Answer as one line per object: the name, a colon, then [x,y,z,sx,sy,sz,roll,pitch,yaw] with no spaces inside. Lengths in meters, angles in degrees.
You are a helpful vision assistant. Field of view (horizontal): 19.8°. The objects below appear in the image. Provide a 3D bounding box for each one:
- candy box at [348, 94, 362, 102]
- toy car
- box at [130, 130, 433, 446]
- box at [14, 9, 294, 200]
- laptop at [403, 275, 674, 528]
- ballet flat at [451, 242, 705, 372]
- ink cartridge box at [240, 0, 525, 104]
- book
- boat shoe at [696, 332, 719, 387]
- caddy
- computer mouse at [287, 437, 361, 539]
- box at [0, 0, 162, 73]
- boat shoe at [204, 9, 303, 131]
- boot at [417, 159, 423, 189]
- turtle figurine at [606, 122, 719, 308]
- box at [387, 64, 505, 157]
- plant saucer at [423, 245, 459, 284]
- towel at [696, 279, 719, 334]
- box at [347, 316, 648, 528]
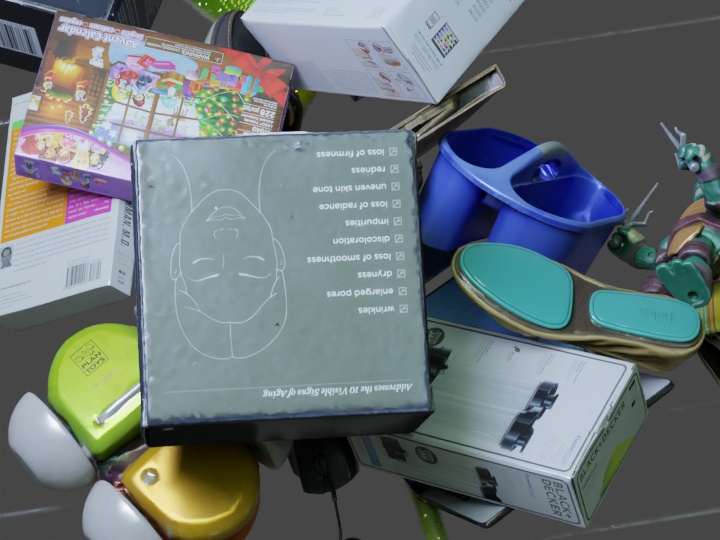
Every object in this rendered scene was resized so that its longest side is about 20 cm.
candy box: [0.027,-0.272,1.808,0.199,0.077,0.169,-33,67,-13]
toy car: [-0.155,0.133,1.566,0.175,0.150,0.200,-41,74,-14]
box: [-0.058,0.015,1.447,0.198,0.124,0.198,-2,78,-5]
box: [-0.162,-0.121,1.642,0.198,0.039,0.138,12,65,-2]
laptop: [0.103,0.086,1.607,0.187,0.200,0.116,-35,105,-15]
ballet flat: [0.157,0.036,1.543,0.199,0.063,0.069,18,56,-4]
ink cartridge box: [0.033,-0.226,1.638,0.176,0.084,0.199,-50,32,-19]
book: [-0.235,-0.061,1.685,0.133,0.048,0.201,-15,59,34]
boat shoe: [0.328,0.118,1.611,0.059,0.072,0.201,-19,60,-12]
caddy: [0.128,-0.056,1.634,0.141,0.200,0.105,35,110,18]
computer mouse: [-0.025,0.178,1.598,0.058,0.034,0.201,-18,65,14]
box: [-0.270,-0.284,1.791,0.199,0.124,0.198,16,66,9]
boat shoe: [-0.081,-0.130,1.728,0.073,0.074,0.201,-24,66,36]
boot: [0.000,0.000,1.611,0.074,0.200,0.097,-15,69,-49]
turtle figurine: [0.257,-0.032,1.638,0.100,0.150,0.200,24,43,2]
box: [0.024,-0.093,1.652,0.163,0.200,0.021,-33,88,-15]
plant saucer: [-0.014,0.023,1.693,0.199,0.019,0.070,-35,68,-17]
towel: [0.321,0.024,1.630,0.199,0.018,0.086,-13,22,14]
box: [0.099,0.109,1.533,0.199,0.060,0.117,11,51,31]
